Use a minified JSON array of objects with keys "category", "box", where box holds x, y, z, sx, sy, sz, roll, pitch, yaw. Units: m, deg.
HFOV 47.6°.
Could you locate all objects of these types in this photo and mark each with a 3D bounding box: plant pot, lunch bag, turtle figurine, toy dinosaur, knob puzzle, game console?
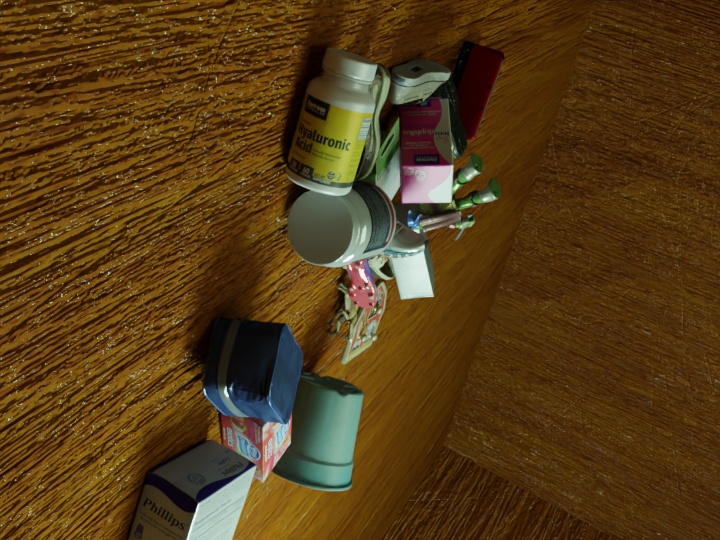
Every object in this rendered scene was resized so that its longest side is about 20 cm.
[{"category":"plant pot","box":[-0.086,0.331,1.722,0.200,0.197,0.200,11,96,-72]},{"category":"lunch bag","box":[-0.177,0.163,1.320,0.201,0.130,0.138,78,22,-64]},{"category":"turtle figurine","box":[0.193,-0.162,1.691,0.192,0.146,0.198,-29,165,35]},{"category":"toy dinosaur","box":[-0.025,0.103,1.799,0.102,0.057,0.201,-60,161,-22]},{"category":"knob puzzle","box":[0.028,0.122,2.020,0.221,0.030,0.222,-54,158,-33]},{"category":"game console","box":[0.266,-0.411,1.888,0.172,0.117,0.203,-16,128,-67]}]

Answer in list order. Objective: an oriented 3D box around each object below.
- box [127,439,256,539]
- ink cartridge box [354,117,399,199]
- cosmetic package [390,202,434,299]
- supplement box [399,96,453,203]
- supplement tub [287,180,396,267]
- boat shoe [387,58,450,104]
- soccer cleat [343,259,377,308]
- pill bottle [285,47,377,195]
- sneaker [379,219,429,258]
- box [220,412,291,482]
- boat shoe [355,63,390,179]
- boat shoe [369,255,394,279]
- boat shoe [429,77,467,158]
[{"category":"box","box":[-0.286,0.412,1.360,0.183,0.104,0.203,-16,128,-67]},{"category":"ink cartridge box","box":[0.029,-0.198,1.567,0.105,0.058,0.201,-58,161,-28]},{"category":"cosmetic package","box":[0.110,-0.045,1.829,0.108,0.088,0.202,-85,166,-47]},{"category":"supplement box","box":[0.126,-0.237,1.596,0.104,0.099,0.203,87,3,-51]},{"category":"supplement tub","box":[-0.030,-0.082,1.414,0.199,0.139,0.143,-18,130,-67]},{"category":"boat shoe","box":[0.111,-0.361,1.588,0.199,0.070,0.071,-35,151,-54]},{"category":"soccer cleat","box":[0.000,0.000,1.694,0.202,0.065,0.077,70,30,-47]},{"category":"pill bottle","box":[-0.040,-0.228,1.248,0.111,0.110,0.203,-26,137,-63]},{"category":"sneaker","box":[0.036,-0.086,1.523,0.075,0.197,0.088,-42,142,-50]},{"category":"box","box":[-0.187,0.278,1.480,0.100,0.094,0.202,-52,160,-38]},{"category":"boat shoe","box":[-0.008,-0.252,1.398,0.074,0.074,0.206,-20,127,-47]},{"category":"boat shoe","box":[0.034,-0.034,1.790,0.072,0.062,0.201,-58,160,-15]},{"category":"boat shoe","box":[0.172,-0.334,1.771,0.076,0.073,0.203,-46,129,-40]}]
